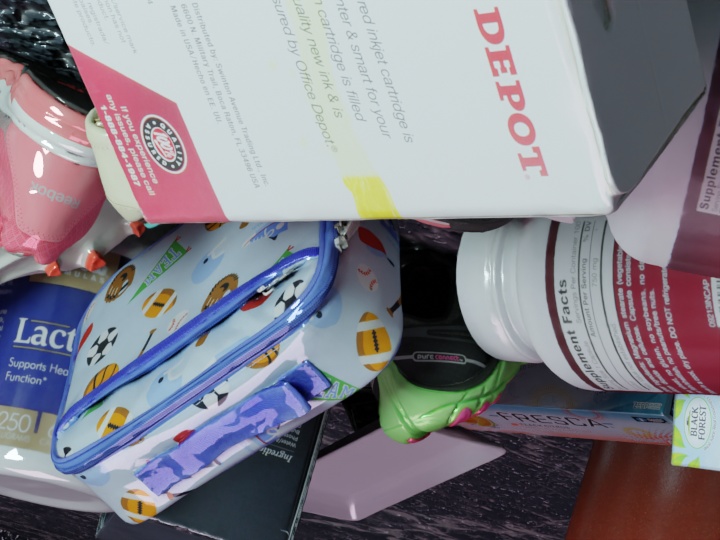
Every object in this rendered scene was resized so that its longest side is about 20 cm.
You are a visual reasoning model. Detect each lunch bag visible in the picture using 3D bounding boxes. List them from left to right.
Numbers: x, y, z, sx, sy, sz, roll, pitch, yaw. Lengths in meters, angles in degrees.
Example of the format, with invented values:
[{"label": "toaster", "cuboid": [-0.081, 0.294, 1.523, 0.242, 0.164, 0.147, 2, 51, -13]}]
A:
[{"label": "lunch bag", "cuboid": [-0.065, 0.030, 0.779, 0.199, 0.161, 0.076, -35, 117, 23]}]

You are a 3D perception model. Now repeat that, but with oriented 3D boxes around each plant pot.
[{"label": "plant pot", "cuboid": [0.235, 0.213, 1.160, 0.198, 0.198, 0.201, 14, 163, 4]}]

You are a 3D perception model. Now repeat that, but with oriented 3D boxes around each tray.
[{"label": "tray", "cuboid": [0.009, 0.146, 1.170, 0.106, 0.022, 0.199, 18, 148, -30]}]

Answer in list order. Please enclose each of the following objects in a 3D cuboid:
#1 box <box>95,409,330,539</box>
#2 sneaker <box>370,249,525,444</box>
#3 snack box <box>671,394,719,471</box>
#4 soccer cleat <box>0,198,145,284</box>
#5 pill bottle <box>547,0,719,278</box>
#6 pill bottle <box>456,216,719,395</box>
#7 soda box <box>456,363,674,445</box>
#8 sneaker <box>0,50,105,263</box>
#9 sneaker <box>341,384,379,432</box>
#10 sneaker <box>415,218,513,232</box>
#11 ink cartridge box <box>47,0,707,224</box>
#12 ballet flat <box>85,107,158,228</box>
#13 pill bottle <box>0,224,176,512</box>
[{"label": "box", "cuboid": [-0.095, 0.101, 1.089, 0.122, 0.199, 0.200, 17, 162, -8]}, {"label": "sneaker", "cuboid": [0.056, 0.019, 0.841, 0.076, 0.085, 0.200, -23, -172, 26]}, {"label": "snack box", "cuboid": [0.261, 0.070, 0.816, 0.141, 0.054, 0.199, 6, -173, 30]}, {"label": "soccer cleat", "cuboid": [-0.207, -0.020, 0.873, 0.078, 0.199, 0.070, 50, 165, 39]}, {"label": "pill bottle", "cuboid": [0.156, -0.048, 0.576, 0.197, 0.111, 0.110, 12, 162, 9]}, {"label": "pill bottle", "cuboid": [0.147, 0.001, 0.729, 0.198, 0.114, 0.113, -1, 157, 43]}, {"label": "soda box", "cuboid": [0.134, 0.072, 1.036, 0.198, 0.064, 0.068, 0, 157, 38]}, {"label": "sneaker", "cuboid": [-0.162, -0.055, 0.765, 0.073, 0.088, 0.200, 22, -176, -17]}, {"label": "sneaker", "cuboid": [0.025, 0.113, 1.213, 0.077, 0.086, 0.200, 6, 159, 27]}, {"label": "sneaker", "cuboid": [-0.014, -0.075, 0.731, 0.198, 0.075, 0.087, 22, 172, -1]}, {"label": "ink cartridge box", "cuboid": [-0.003, -0.097, 0.502, 0.198, 0.083, 0.147, 2, 123, 37]}, {"label": "ballet flat", "cuboid": [-0.025, -0.083, 0.640, 0.198, 0.070, 0.070, -25, 152, 9]}, {"label": "pill bottle", "cuboid": [-0.174, 0.036, 0.946, 0.114, 0.203, 0.116, 9, 162, 3]}]
